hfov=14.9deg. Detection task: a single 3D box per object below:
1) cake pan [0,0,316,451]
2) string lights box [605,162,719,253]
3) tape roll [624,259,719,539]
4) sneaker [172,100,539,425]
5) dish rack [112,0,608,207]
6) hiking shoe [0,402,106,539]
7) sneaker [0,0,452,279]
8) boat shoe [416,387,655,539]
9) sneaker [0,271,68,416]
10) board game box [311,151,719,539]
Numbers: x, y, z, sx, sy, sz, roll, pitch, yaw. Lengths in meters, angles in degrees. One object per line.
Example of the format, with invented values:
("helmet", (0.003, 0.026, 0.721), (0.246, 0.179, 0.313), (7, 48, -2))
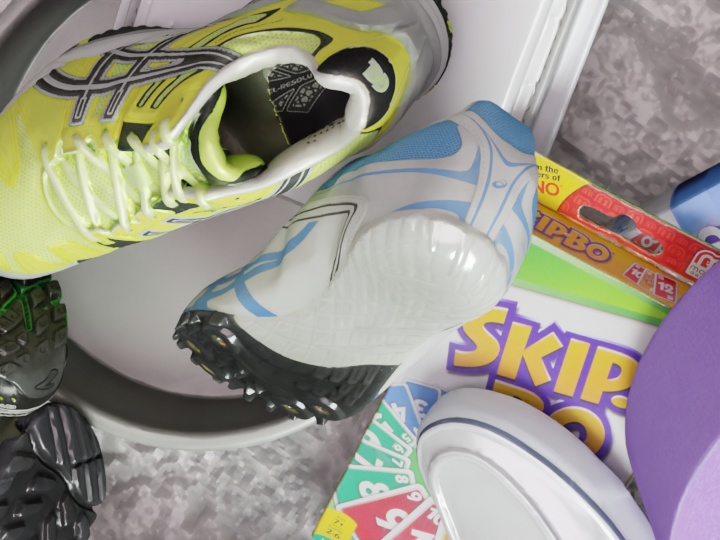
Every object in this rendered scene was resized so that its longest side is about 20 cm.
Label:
("cake pan", (-0.062, -0.032, 1.067), (0.200, 0.037, 0.200), (1, 98, 9))
("string lights box", (0.198, -0.016, 1.013), (0.200, 0.059, 0.103), (-29, 95, 13))
("tape roll", (0.196, 0.059, 0.965), (0.200, 0.066, 0.200), (-8, 133, -8))
("sneaker", (0.000, 0.000, 0.976), (0.072, 0.073, 0.200), (38, 147, -15))
("dish rack", (0.001, -0.107, 0.984), (0.171, 0.044, 0.200), (22, 114, 5))
("hiking shoe", (-0.185, 0.127, 1.051), (0.101, 0.200, 0.076), (11, 141, 47))
("sneaker", (-0.066, -0.050, 0.959), (0.200, 0.076, 0.075), (-26, 104, 23))
("boat shoe", (0.080, 0.135, 0.999), (0.074, 0.065, 0.200), (-30, 100, 44))
("sneaker", (-0.180, 0.031, 1.055), (0.200, 0.078, 0.085), (8, 111, 45))
("board game box", (0.059, 0.051, 1.020), (0.095, 0.030, 0.200), (28, 126, 2))
